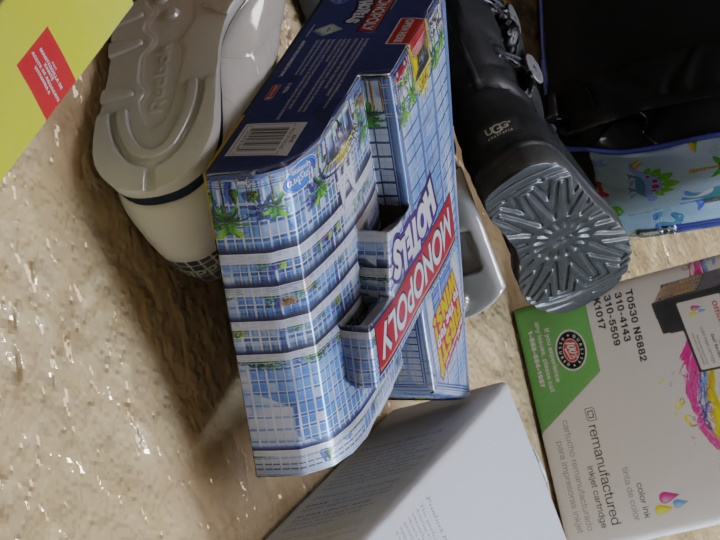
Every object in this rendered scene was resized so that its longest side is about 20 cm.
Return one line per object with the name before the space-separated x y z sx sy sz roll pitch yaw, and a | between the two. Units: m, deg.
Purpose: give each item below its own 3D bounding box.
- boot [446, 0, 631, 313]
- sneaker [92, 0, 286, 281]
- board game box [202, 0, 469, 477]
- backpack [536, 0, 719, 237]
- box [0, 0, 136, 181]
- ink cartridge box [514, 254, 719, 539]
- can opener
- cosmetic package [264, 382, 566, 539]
boot | 0.075 -0.094 1.403 0.165 0.066 0.200 60 6 -57
sneaker | -0.069 -0.091 1.161 0.081 0.076 0.200 58 37 -45
board game box | 0.000 0.000 1.172 0.200 0.062 0.200 -62 147 -57
backpack | 0.211 -0.120 1.542 0.147 0.200 0.183 68 19 -58
box | -0.154 -0.070 0.975 0.050 0.075 0.200 62 29 -23
ink cartridge box | 0.204 0.066 1.430 0.084 0.200 0.145 0 76 -62
can opener | 0.019 -0.063 1.313 0.066 0.053 0.200 -28 101 -63
cosmetic package | 0.024 0.138 1.201 0.200 0.074 0.102 -39 111 -62
